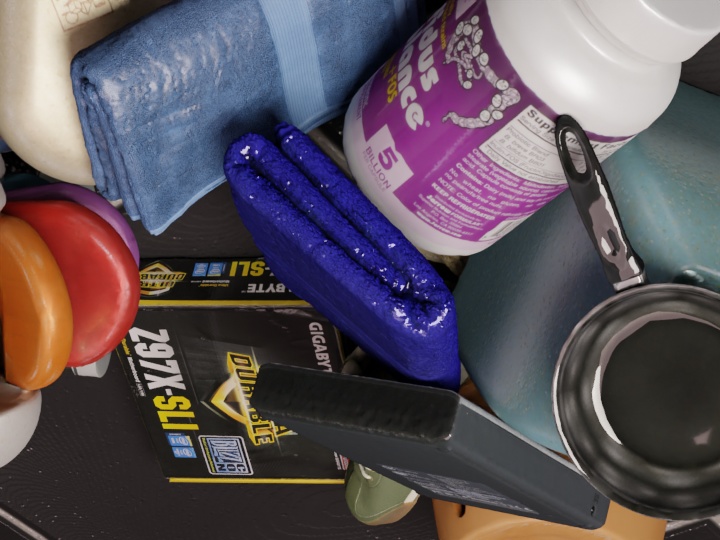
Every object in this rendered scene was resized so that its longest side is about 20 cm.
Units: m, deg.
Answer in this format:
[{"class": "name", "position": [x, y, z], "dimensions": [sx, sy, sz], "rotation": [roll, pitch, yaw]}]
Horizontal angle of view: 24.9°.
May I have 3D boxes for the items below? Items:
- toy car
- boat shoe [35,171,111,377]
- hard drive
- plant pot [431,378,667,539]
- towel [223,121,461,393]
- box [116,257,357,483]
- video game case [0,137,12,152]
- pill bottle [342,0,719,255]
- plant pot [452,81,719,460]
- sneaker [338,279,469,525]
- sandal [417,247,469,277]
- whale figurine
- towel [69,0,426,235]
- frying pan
[{"class": "toy car", "position": [-0.196, 0.004, 0.906], "dimensions": [0.149, 0.200, 0.176], "rotation": [-10, 106, -10]}, {"class": "boat shoe", "position": [-0.204, 0.003, 1.068], "dimensions": [0.063, 0.071, 0.201], "rotation": [5, 140, 2]}, {"class": "hard drive", "position": [0.045, 0.106, 0.966], "dimensions": [0.139, 0.033, 0.200], "rotation": [6, 164, 36]}, {"class": "plant pot", "position": [0.131, 0.152, 1.126], "dimensions": [0.198, 0.141, 0.201], "rotation": [4, 137, 4]}, {"class": "towel", "position": [0.000, 0.000, 0.876], "dimensions": [0.147, 0.050, 0.200], "rotation": [40, 172, 13]}, {"class": "box", "position": [-0.079, 0.073, 1.143], "dimensions": [0.158, 0.050, 0.201], "rotation": [1, 138, 11]}, {"class": "video game case", "position": [-0.295, -0.116, 0.989], "dimensions": [0.199, 0.018, 0.143], "rotation": [-9, 136, 18]}, {"class": "pill bottle", "position": [0.085, -0.098, 0.804], "dimensions": [0.112, 0.113, 0.200], "rotation": [28, 140, -21]}, {"class": "plant pot", "position": [0.177, 0.023, 0.885], "dimensions": [0.195, 0.200, 0.197], "rotation": [19, 111, -12]}, {"class": "sneaker", "position": [0.014, 0.087, 1.083], "dimensions": [0.089, 0.067, 0.201], "rotation": [2, 125, -37]}, {"class": "sandal", "position": [0.114, 0.000, 1.013], "dimensions": [0.210, 0.070, 0.078], "rotation": [8, 139, 1]}, {"class": "whale figurine", "position": [-0.158, -0.148, 0.885], "dimensions": [0.158, 0.104, 0.201], "rotation": [-25, 114, -9]}, {"class": "towel", "position": [-0.052, -0.109, 0.852], "dimensions": [0.199, 0.049, 0.112], "rotation": [-31, 141, -20]}, {"class": "frying pan", "position": [0.122, 0.032, 0.769], "dimensions": [0.115, 0.031, 0.190], "rotation": [-43, 86, 23]}]
